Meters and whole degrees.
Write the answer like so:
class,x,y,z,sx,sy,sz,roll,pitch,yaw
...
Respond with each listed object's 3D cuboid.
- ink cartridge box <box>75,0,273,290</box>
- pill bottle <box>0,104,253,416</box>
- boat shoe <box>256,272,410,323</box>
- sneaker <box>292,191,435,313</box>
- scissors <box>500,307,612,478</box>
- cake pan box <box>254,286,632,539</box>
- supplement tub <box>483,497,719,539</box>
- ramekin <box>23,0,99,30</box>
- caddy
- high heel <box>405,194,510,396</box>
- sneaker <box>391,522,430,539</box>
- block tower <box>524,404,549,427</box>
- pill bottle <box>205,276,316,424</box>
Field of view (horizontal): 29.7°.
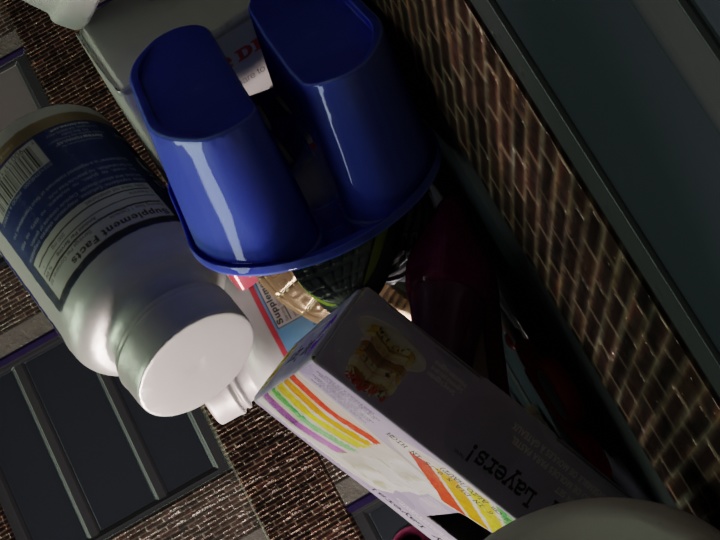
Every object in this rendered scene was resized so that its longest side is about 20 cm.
class,x,y,z,sx,sy,sz,roll,pitch,yaw
ink cartridge box,-0.070,-0.105,0.881,0.085,0.145,0.201,51,172,43
pill bottle,-0.154,-0.006,0.855,0.200,0.111,0.111,47,170,31
boat shoe,0.000,0.000,0.900,0.199,0.072,0.065,32,-145,-21
sneaker,0.014,-0.024,0.795,0.081,0.074,0.200,49,-157,-16
scissors,0.094,0.052,0.778,0.074,0.014,0.200,63,177,-25
cake pan box,0.045,0.100,0.718,0.199,0.052,0.184,39,165,-5
supplement tub,0.114,0.203,0.541,0.201,0.144,0.145,63,177,-38
ramekin,-0.178,-0.251,0.792,0.093,0.204,0.203,17,-165,-20
caddy,-0.040,-0.072,0.720,0.106,0.140,0.200,66,176,-31
high heel,0.062,0.039,0.797,0.200,0.067,0.097,78,-160,-67
sneaker,0.060,0.219,1.021,0.087,0.080,0.200,53,-177,-3
block tower,0.131,0.166,0.838,0.054,0.057,0.200,63,179,-33
pill bottle,-0.034,0.028,0.993,0.109,0.199,0.109,61,178,3
